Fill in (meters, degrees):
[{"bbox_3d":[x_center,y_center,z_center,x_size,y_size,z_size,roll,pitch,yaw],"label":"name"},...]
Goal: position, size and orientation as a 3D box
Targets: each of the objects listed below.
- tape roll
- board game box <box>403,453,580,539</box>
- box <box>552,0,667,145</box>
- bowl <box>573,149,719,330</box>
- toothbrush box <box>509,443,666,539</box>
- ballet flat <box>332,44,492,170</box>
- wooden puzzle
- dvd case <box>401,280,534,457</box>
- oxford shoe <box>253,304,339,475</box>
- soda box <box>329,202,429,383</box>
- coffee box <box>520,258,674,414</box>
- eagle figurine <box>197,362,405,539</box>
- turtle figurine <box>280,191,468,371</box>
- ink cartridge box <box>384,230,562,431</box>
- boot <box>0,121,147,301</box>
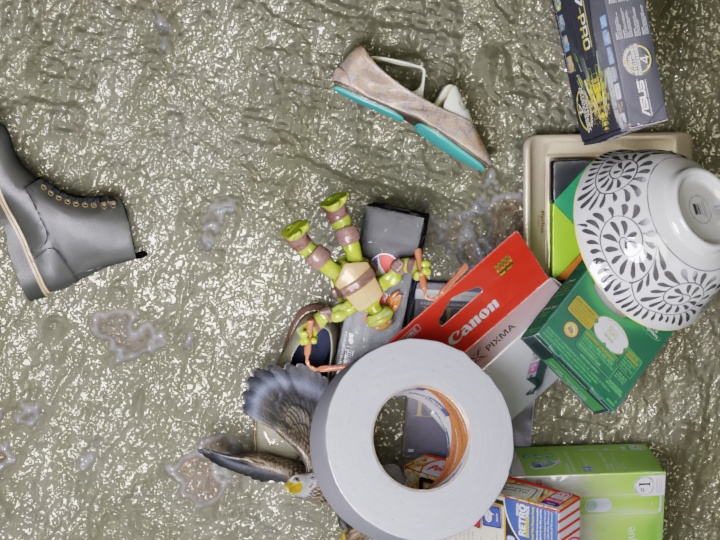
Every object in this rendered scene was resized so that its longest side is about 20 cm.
[{"bbox_3d":[0.052,0.173,1.393,0.198,0.066,0.203,4,77,-15],"label":"tape roll"},{"bbox_3d":[0.138,0.294,1.476,0.199,0.046,0.153,11,109,38],"label":"board game box"},{"bbox_3d":[0.253,-0.239,1.430,0.049,0.161,0.202,-12,92,-10],"label":"box"},{"bbox_3d":[0.325,-0.047,1.420,0.199,0.094,0.203,12,66,-28],"label":"bowl"},{"bbox_3d":[0.234,0.279,1.551,0.198,0.086,0.147,0,105,-2],"label":"toothbrush box"},{"bbox_3d":[0.067,-0.181,1.489,0.199,0.068,0.068,28,88,-9],"label":"ballet flat"},{"bbox_3d":[0.276,-0.058,1.527,0.198,0.037,0.187,-2,98,-8],"label":"wooden puzzle"},{"bbox_3d":[0.127,0.114,1.560,0.147,0.016,0.202,3,98,-4],"label":"dvd case"},{"bbox_3d":[-0.075,0.138,1.518,0.070,0.074,0.202,14,101,-6],"label":"oxford shoe"},{"bbox_3d":[0.023,0.030,1.511,0.070,0.063,0.202,12,98,7],"label":"soda box"},{"bbox_3d":[0.274,0.040,1.467,0.123,0.044,0.200,44,69,-9],"label":"coffee box"},{"bbox_3d":[-0.056,0.208,1.465,0.151,0.151,0.200,-40,69,-13],"label":"eagle figurine"},{"bbox_3d":[0.000,0.000,1.445,0.199,0.064,0.162,-31,107,3],"label":"turtle figurine"},{"bbox_3d":[0.143,0.081,1.488,0.200,0.044,0.174,-41,130,-1],"label":"ink cartridge box"},{"bbox_3d":[-0.322,-0.083,1.478,0.137,0.078,0.202,-18,112,-5],"label":"boot"}]
